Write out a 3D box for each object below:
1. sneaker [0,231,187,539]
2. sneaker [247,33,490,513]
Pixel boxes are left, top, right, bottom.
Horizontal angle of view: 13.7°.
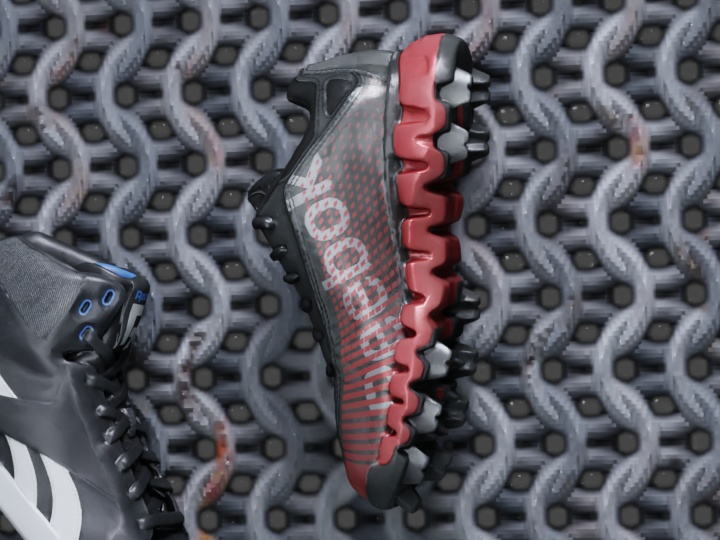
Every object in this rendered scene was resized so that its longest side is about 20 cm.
[{"bbox_3d":[-0.110,0.063,1.286,0.200,0.073,0.112,42,102,10],"label":"sneaker"},{"bbox_3d":[0.000,0.000,1.260,0.098,0.071,0.201,3,90,13],"label":"sneaker"}]
